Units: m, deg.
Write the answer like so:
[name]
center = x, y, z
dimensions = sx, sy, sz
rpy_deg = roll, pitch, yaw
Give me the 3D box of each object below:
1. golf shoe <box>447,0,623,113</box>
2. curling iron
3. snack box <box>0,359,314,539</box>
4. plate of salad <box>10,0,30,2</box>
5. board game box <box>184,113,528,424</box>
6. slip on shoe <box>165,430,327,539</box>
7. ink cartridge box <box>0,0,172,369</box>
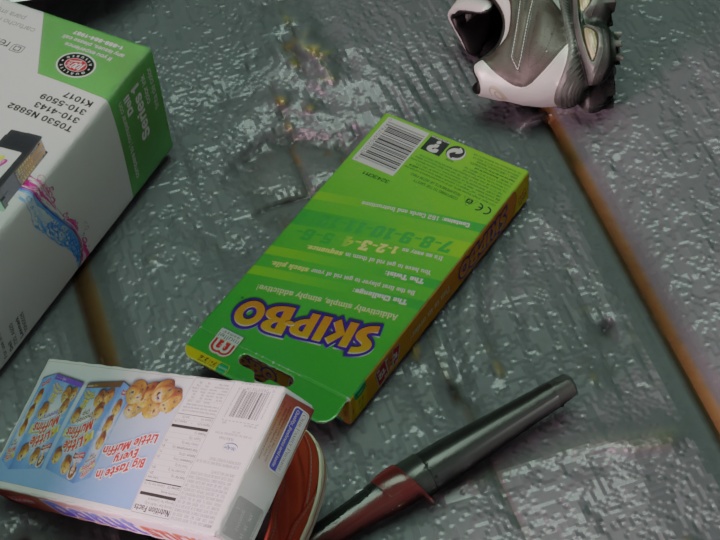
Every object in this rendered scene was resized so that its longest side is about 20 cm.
[golf shoe]
center = 0.096, -0.176, 1.164
dimensions = 0.094, 0.078, 0.201
rpy_deg = -5, 48, 1
[curling iron]
center = 0.027, 0.110, 0.954
dimensions = 0.199, 0.026, 0.050
rpy_deg = -34, 51, -21
[snack box]
center = -0.102, 0.082, 0.911
dimensions = 0.199, 0.024, 0.072
rpy_deg = 2, 62, 51
[plate of salad]
center = -0.211, -0.227, 1.251
dimensions = 0.198, 0.048, 0.201
rpy_deg = -4, 47, 4
[board game box]
center = 0.000, 0.000, 1.052
dimensions = 0.095, 0.030, 0.200
rpy_deg = 24, 52, 24
[slip on shoe]
center = -0.068, 0.153, 0.884
dimensions = 0.074, 0.061, 0.201
rpy_deg = 5, 65, 27
[ink cartridge box]
center = -0.218, -0.049, 1.074
dimensions = 0.144, 0.084, 0.200
rpy_deg = 20, 54, 20
